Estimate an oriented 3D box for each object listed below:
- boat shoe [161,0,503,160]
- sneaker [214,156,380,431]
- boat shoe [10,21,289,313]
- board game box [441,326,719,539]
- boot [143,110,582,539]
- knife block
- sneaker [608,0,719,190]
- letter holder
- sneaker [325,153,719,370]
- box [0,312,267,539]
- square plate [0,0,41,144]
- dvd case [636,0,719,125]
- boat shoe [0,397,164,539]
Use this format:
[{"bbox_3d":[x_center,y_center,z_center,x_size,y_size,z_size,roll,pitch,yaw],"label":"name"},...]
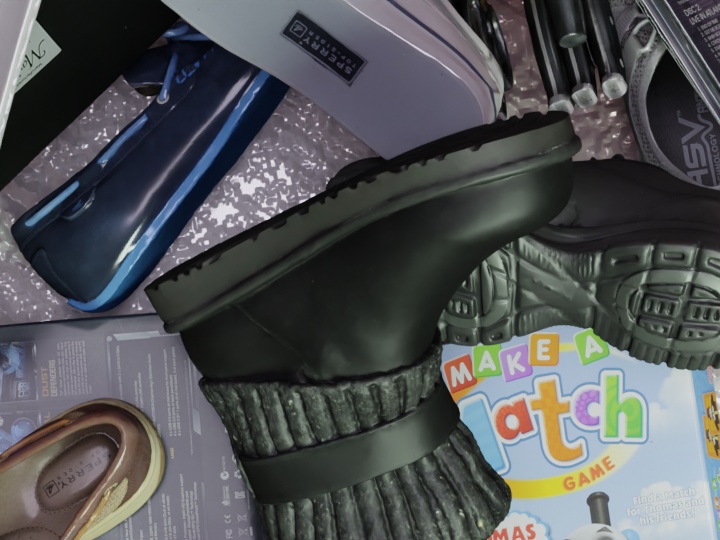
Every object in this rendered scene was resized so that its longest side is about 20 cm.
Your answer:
[{"bbox_3d":[-0.024,-0.119,1.234,0.200,0.065,0.074,44,121,-8],"label":"boat shoe"},{"bbox_3d":[0.000,0.000,1.306,0.079,0.075,0.201,35,69,-32],"label":"sneaker"},{"bbox_3d":[-0.083,-0.076,1.334,0.069,0.084,0.200,37,84,7],"label":"boat shoe"},{"bbox_3d":[0.092,0.123,1.304,0.151,0.037,0.201,-12,81,27],"label":"board game box"},{"bbox_3d":[0.026,0.036,1.202,0.211,0.079,0.158,-25,95,32],"label":"boot"},{"bbox_3d":[0.072,-0.171,1.316,0.175,0.064,0.201,28,84,29],"label":"knife block"},{"bbox_3d":[0.145,-0.113,1.335,0.074,0.082,0.201,-17,85,-1],"label":"sneaker"},{"bbox_3d":[-0.166,-0.144,1.303,0.200,0.101,0.142,-43,52,-2],"label":"letter holder"},{"bbox_3d":[0.083,-0.014,1.264,0.199,0.091,0.076,13,124,11],"label":"sneaker"},{"bbox_3d":[-0.119,0.121,1.330,0.157,0.051,0.201,-5,85,-1],"label":"box"},{"bbox_3d":[-0.233,-0.094,1.206,0.199,0.028,0.199,15,87,3],"label":"square plate"},{"bbox_3d":[0.197,-0.091,1.318,0.016,0.148,0.200,-35,85,42],"label":"dvd case"},{"bbox_3d":[-0.172,0.125,1.268,0.200,0.072,0.072,-35,85,0],"label":"boat shoe"}]
